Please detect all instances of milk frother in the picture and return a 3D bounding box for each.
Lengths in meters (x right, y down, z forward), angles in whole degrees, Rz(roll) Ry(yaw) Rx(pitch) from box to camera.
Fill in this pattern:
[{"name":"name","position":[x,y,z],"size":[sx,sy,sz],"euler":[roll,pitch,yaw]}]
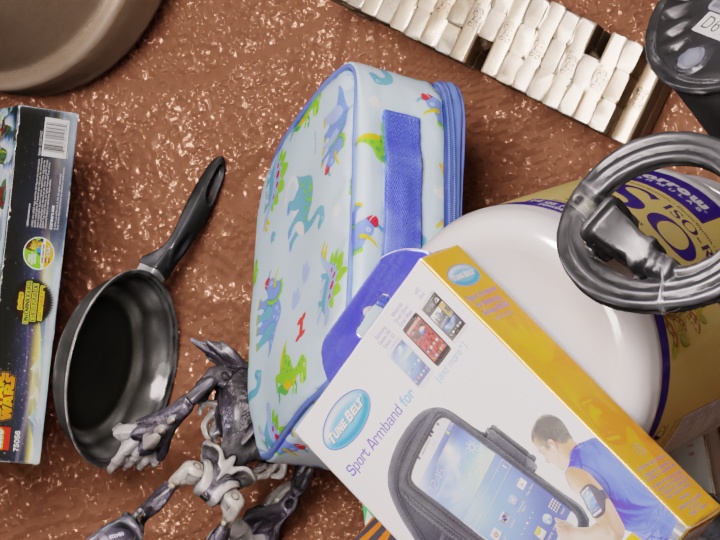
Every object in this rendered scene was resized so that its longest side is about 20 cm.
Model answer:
[{"name":"milk frother","position":[0.203,-0.027,1.234],"size":[0.200,0.188,0.181],"euler":[-36,32,6]}]

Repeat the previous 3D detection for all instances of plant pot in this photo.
[{"name":"plant pot","position":[-0.229,-0.207,1.525],"size":[0.199,0.174,0.201],"euler":[-1,89,27]}]

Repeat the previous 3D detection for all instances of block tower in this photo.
[{"name":"block tower","position":[0.076,-0.136,1.490],"size":[0.199,0.054,0.058],"euler":[27,93,19]}]

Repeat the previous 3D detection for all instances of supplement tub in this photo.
[{"name":"supplement tub","position":[0.120,0.027,1.323],"size":[0.145,0.200,0.146],"euler":[7,104,31]}]

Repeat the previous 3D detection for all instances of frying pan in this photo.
[{"name":"frying pan","position":[-0.133,0.018,1.517],"size":[0.031,0.115,0.191],"euler":[10,88,27]}]

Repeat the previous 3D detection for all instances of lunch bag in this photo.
[{"name":"lunch bag","position":[0.000,0.000,1.427],"size":[0.082,0.161,0.201],"euler":[11,60,-17]}]

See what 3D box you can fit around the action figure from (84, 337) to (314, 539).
[{"name":"action figure","position":[-0.087,0.119,1.490],"size":[0.119,0.200,0.102],"euler":[44,139,-6]}]

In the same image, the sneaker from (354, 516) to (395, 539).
[{"name":"sneaker","position":[-0.029,0.204,1.422],"size":[0.078,0.112,0.201],"euler":[60,139,43]}]

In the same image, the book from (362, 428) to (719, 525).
[{"name":"book","position":[0.095,0.087,1.471],"size":[0.199,0.048,0.134],"euler":[-14,75,18]}]

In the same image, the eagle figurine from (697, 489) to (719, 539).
[{"name":"eagle figurine","position":[0.148,0.184,1.387],"size":[0.200,0.151,0.152],"euler":[26,79,30]}]

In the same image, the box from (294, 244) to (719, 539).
[{"name":"box","position":[0.057,0.084,1.231],"size":[0.200,0.041,0.119],"euler":[44,120,15]}]

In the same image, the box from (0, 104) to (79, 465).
[{"name":"box","position":[-0.212,0.008,1.541],"size":[0.040,0.137,0.201],"euler":[7,86,-24]}]
